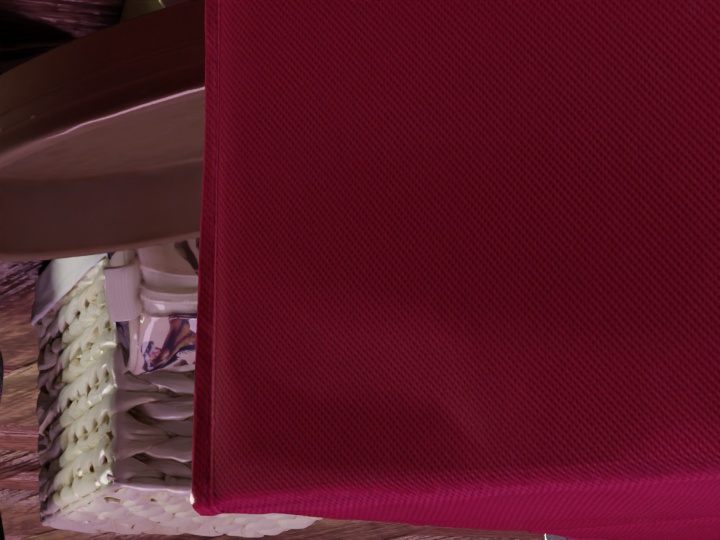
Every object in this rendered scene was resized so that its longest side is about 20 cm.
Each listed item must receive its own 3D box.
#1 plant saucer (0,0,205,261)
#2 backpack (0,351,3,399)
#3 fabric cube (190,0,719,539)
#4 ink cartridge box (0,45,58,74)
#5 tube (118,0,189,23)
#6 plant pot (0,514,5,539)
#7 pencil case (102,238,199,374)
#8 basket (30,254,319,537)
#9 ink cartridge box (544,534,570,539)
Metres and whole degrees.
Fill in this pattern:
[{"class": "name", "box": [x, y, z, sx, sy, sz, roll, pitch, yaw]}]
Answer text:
[{"class": "plant saucer", "box": [-0.028, -0.043, 0.798, 0.199, 0.030, 0.200, -14, 172, -2]}, {"class": "backpack", "box": [-0.265, 0.095, 1.427, 0.150, 0.179, 0.200, 13, 168, -34]}, {"class": "fabric cube", "box": [0.100, -0.045, 0.614, 0.199, 0.197, 0.199, -8, 168, 44]}, {"class": "ink cartridge box", "box": [-0.163, -0.030, 0.908, 0.099, 0.039, 0.200, -3, -165, 16]}, {"class": "tube", "box": [-0.046, -0.064, 0.884, 0.058, 0.052, 0.200, 25, 165, -3]}, {"class": "plant pot", "box": [-0.257, 0.051, 1.174, 0.198, 0.178, 0.200, -2, 169, 11]}, {"class": "pencil case", "box": [0.000, 0.000, 1.083, 0.199, 0.078, 0.089, 1, -172, -13]}, {"class": "basket", "box": [-0.069, 0.051, 1.330, 0.135, 0.124, 0.200, 3, 170, -16]}, {"class": "ink cartridge box", "box": [0.177, 0.074, 1.155, 0.199, 0.084, 0.145, -3, -178, 12]}]
